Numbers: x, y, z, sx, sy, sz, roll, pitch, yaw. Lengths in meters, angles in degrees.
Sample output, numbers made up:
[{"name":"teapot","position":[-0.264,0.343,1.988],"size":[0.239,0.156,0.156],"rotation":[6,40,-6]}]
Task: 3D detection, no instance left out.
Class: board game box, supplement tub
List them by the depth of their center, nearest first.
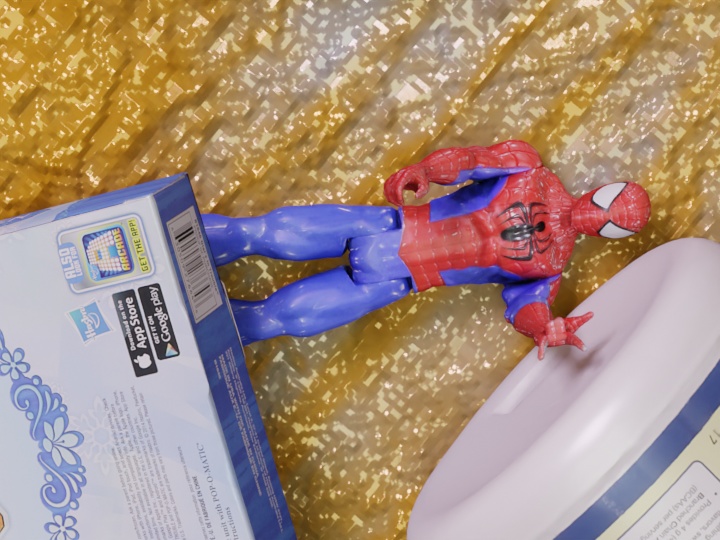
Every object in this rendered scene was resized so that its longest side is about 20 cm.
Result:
[{"name":"supplement tub","position":[0.129,0.105,0.886],"size":[0.200,0.145,0.145],"rotation":[44,96,-6]},{"name":"board game box","position":[-0.121,0.088,0.907],"size":[0.198,0.043,0.201],"rotation":[-13,99,18]}]

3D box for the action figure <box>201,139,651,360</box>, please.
[{"name":"action figure","position":[0.000,0.000,0.897],"size":[0.199,0.099,0.066],"rotation":[-12,98,-1]}]
